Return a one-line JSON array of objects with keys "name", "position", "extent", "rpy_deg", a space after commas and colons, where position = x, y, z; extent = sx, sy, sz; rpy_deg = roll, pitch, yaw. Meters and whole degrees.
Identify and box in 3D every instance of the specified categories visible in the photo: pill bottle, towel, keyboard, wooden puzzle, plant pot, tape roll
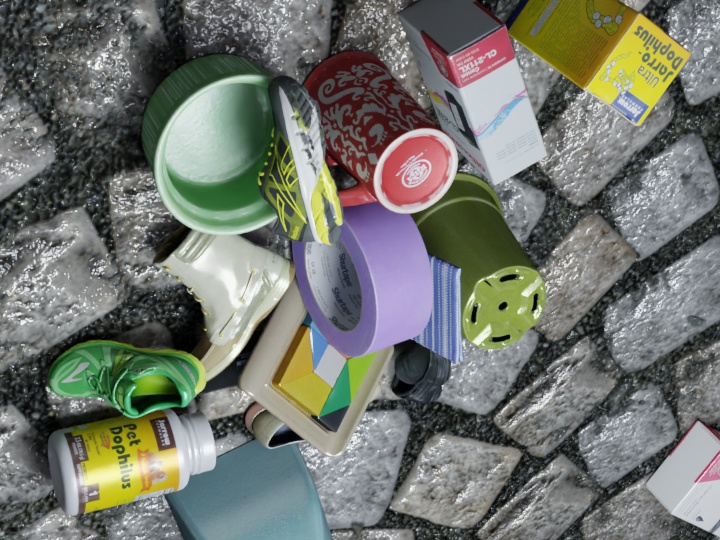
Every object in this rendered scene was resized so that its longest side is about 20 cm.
[{"name": "pill bottle", "position": [-0.290, 0.238, 1.782], "extent": [0.199, 0.109, 0.110], "rpy_deg": [-11, 124, -23]}, {"name": "towel", "position": [0.059, 0.021, 1.781], "extent": [0.024, 0.200, 0.146], "rpy_deg": [-28, 129, -33]}, {"name": "keyboard", "position": [-0.148, 0.093, 1.827], "extent": [0.199, 0.021, 0.128], "rpy_deg": [-13, 125, -22]}, {"name": "wooden puzzle", "position": [-0.050, 0.124, 1.834], "extent": [0.200, 0.037, 0.186], "rpy_deg": [41, 67, -35]}, {"name": "plant pot", "position": [0.143, 0.002, 1.817], "extent": [0.199, 0.190, 0.201], "rpy_deg": [-13, 124, -20]}, {"name": "plant pot", "position": [-0.127, 0.375, 1.897], "extent": [0.195, 0.200, 0.197], "rpy_deg": [-24, 127, -12]}, {"name": "tape roll", "position": [0.000, 0.000, 1.725], "extent": [0.085, 0.200, 0.201], "rpy_deg": [-18, 127, -29]}]

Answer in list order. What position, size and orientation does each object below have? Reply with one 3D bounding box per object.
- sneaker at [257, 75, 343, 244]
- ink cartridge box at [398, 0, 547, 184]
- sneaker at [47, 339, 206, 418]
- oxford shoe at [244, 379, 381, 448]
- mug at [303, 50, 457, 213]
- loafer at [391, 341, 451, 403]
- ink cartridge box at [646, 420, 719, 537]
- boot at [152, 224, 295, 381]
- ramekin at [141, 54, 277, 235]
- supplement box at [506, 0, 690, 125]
[{"name": "sneaker", "position": [-0.083, -0.117, 1.567], "extent": [0.084, 0.075, 0.201], "rpy_deg": [-7, 110, 20]}, {"name": "ink cartridge box", "position": [0.138, -0.225, 1.700], "extent": [0.083, 0.146, 0.201], "rpy_deg": [-30, 128, -7]}, {"name": "sneaker", "position": [-0.290, 0.133, 1.702], "extent": [0.198, 0.084, 0.075], "rpy_deg": [0, 116, 9]}, {"name": "oxford shoe", "position": [-0.053, 0.196, 1.905], "extent": [0.199, 0.074, 0.071], "rpy_deg": [-21, 127, -15]}, {"name": "mug", "position": [0.016, -0.140, 1.652], "extent": [0.133, 0.200, 0.178], "rpy_deg": [9, 114, -33]}, {"name": "loafer", "position": [0.082, 0.132, 1.902], "extent": [0.070, 0.069, 0.201], "rpy_deg": [-2, 155, -7]}, {"name": "ink cartridge box", "position": [0.601, 0.359, 2.351], "extent": [0.199, 0.084, 0.145], "rpy_deg": [28, 104, -37]}, {"name": "boot", "position": [-0.196, 0.031, 1.717], "extent": [0.154, 0.072, 0.200], "rpy_deg": [33, 103, -25]}, {"name": "ramekin", "position": [-0.157, -0.151, 1.618], "extent": [0.199, 0.098, 0.201], "rpy_deg": [-13, 124, -21]}, {"name": "supplement box", "position": [0.286, -0.281, 1.710], "extent": [0.109, 0.200, 0.110], "rpy_deg": [26, 105, -37]}]
